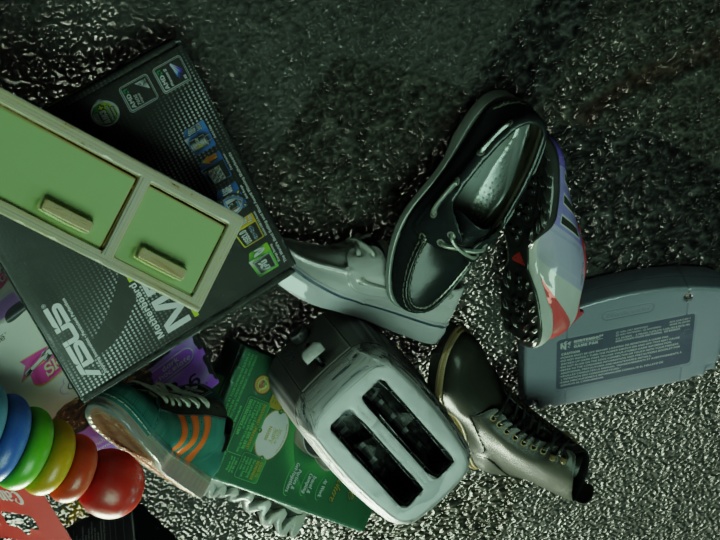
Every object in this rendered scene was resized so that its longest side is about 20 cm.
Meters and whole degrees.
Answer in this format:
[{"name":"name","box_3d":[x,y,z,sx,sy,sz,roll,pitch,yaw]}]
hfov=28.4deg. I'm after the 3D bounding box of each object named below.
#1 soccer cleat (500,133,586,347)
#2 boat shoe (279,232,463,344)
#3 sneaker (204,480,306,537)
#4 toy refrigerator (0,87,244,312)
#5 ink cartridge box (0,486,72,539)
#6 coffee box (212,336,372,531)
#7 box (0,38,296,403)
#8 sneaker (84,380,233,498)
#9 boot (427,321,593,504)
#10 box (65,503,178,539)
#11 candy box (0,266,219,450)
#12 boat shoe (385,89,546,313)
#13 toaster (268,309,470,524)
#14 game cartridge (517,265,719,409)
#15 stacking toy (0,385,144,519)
[{"name":"soccer cleat","box_3d":[0.161,-0.032,1.222,0.073,0.068,0.202,-22,124,-30]},{"name":"boat shoe","box_3d":[0.000,0.000,1.210,0.199,0.074,0.066,20,109,-34]},{"name":"sneaker","box_3d":[-0.113,0.177,1.335,0.199,0.075,0.081,33,103,-37]},{"name":"toy refrigerator","box_3d":[-0.187,-0.051,0.981,0.199,0.070,0.076,29,87,-22]},{"name":"ink cartridge box","box_3d":[-0.330,0.153,1.153,0.050,0.160,0.201,-37,109,-35]},{"name":"coffee box","box_3d":[-0.057,0.152,1.301,0.199,0.044,0.124,24,87,-32]},{"name":"box","box_3d":[-0.173,-0.038,1.049,0.192,0.047,0.201,-31,108,-16]},{"name":"sneaker","box_3d":[-0.156,0.117,1.141,0.080,0.071,0.200,-60,159,-15]},{"name":"boot","box_3d":[0.144,0.132,1.305,0.078,0.137,0.201,-57,148,-22]},{"name":"box","box_3d":[-0.248,0.348,1.418,0.181,0.105,0.200,-28,131,9]},{"name":"candy box","box_3d":[-0.226,0.061,1.150,0.167,0.071,0.201,-37,137,-17]},{"name":"boat shoe","box_3d":[0.084,-0.047,1.150,0.075,0.060,0.201,13,108,-31]},{"name":"toaster","box_3d":[0.014,0.131,1.211,0.113,0.129,0.200,-40,105,-1]},{"name":"game cartridge","box_3d":[0.245,0.060,1.342,0.198,0.041,0.134,-11,136,-6]},{"name":"stacking toy","box_3d":[-0.247,0.136,1.062,0.199,0.086,0.085,29,118,-31]}]
